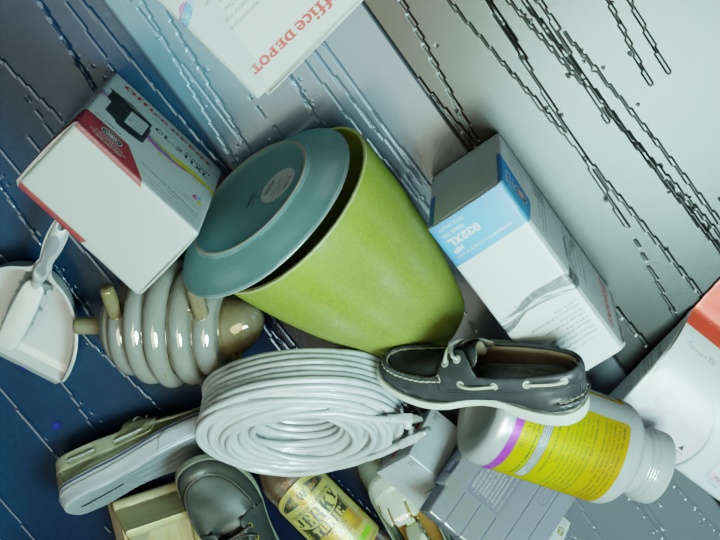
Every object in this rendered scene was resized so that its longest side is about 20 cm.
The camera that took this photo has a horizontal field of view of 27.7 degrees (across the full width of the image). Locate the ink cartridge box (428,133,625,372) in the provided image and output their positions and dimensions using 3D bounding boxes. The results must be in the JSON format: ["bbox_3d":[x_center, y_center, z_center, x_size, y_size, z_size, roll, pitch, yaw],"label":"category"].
[{"bbox_3d":[0.154,-0.009,1.370,0.084,0.145,0.200,-34,106,16],"label":"ink cartridge box"}]

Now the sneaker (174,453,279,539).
[{"bbox_3d":[-0.117,0.277,1.472,0.075,0.106,0.200,-29,124,1],"label":"sneaker"}]

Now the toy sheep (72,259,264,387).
[{"bbox_3d":[-0.188,0.049,1.424,0.199,0.138,0.139,3,113,18],"label":"toy sheep"}]

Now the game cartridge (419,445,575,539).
[{"bbox_3d":[0.160,0.195,1.459,0.130,0.038,0.200,40,73,-8],"label":"game cartridge"}]

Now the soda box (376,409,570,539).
[{"bbox_3d":[0.117,0.234,1.500,0.200,0.068,0.064,40,140,-12],"label":"soda box"}]

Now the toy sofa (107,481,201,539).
[{"bbox_3d":[-0.206,0.327,1.569,0.082,0.098,0.201,-15,112,-17],"label":"toy sofa"}]

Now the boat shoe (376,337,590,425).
[{"bbox_3d":[0.108,0.090,1.314,0.199,0.074,0.061,11,132,23],"label":"boat shoe"}]

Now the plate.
[{"bbox_3d":[-0.094,-0.060,1.335,0.200,0.201,0.026,-36,120,16],"label":"plate"}]

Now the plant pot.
[{"bbox_3d":[0.000,0.000,1.380,0.187,0.187,0.200,-39,121,17],"label":"plant pot"}]

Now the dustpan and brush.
[{"bbox_3d":[-0.326,0.019,1.454,0.139,0.057,0.201,27,111,-7],"label":"dustpan and brush"}]

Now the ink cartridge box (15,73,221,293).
[{"bbox_3d":[-0.214,-0.086,1.332,0.146,0.200,0.083,43,105,-13],"label":"ink cartridge box"}]

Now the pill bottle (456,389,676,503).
[{"bbox_3d":[0.200,0.162,1.405,0.199,0.104,0.105,20,112,-16],"label":"pill bottle"}]

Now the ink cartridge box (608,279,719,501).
[{"bbox_3d":[0.369,0.115,1.461,0.162,0.057,0.200,36,114,-11],"label":"ink cartridge box"}]

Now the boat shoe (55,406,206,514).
[{"bbox_3d":[-0.229,0.182,1.512,0.199,0.072,0.062,-26,64,1],"label":"boat shoe"}]

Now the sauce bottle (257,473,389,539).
[{"bbox_3d":[-0.058,0.235,1.522,0.200,0.065,0.065,44,108,-8],"label":"sauce bottle"}]

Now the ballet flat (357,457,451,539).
[{"bbox_3d":[0.055,0.261,1.527,0.067,0.064,0.201,-24,108,12],"label":"ballet flat"}]

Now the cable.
[{"bbox_3d":[-0.058,0.137,1.408,0.199,0.070,0.200,19,145,-34],"label":"cable"}]

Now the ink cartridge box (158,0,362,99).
[{"bbox_3d":[-0.106,-0.278,1.311,0.144,0.085,0.200,-41,103,17],"label":"ink cartridge box"}]
